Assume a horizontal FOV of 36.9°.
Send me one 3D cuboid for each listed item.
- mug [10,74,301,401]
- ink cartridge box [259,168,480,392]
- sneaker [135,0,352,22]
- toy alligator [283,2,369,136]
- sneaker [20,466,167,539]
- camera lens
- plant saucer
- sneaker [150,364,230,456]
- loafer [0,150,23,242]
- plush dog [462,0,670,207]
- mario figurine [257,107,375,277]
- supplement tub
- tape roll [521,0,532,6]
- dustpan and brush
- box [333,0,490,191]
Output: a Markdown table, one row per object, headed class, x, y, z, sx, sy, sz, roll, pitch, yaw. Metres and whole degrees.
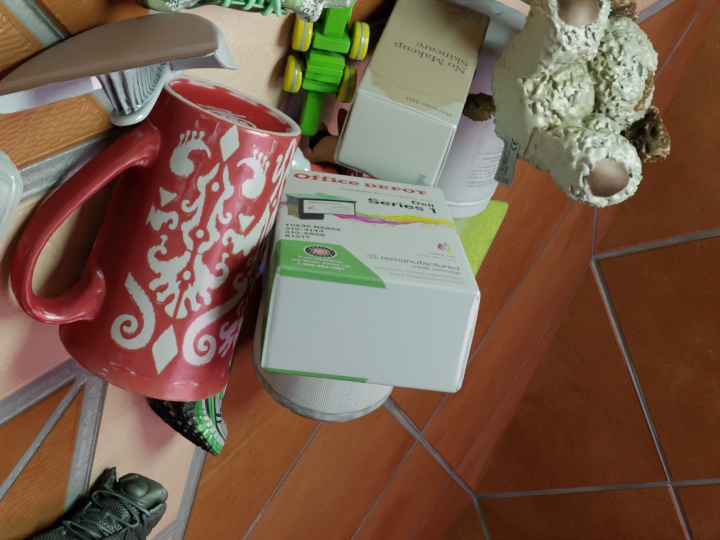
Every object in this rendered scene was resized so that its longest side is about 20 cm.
| class | x | y | z | sx | sy | sz | roll | pitch | yaw |
| --- | --- | --- | --- | --- | --- | --- | --- | --- | --- |
| mug | -0.133 | -0.024 | 0.760 | 0.177 | 0.132 | 0.202 | -19 | 135 | -65 |
| ink cartridge box | 0.000 | 0.000 | 0.820 | 0.201 | 0.142 | 0.085 | -99 | -162 | -65 |
| sneaker | -0.065 | -0.197 | 0.712 | 0.199 | 0.088 | 0.078 | -31 | 148 | -53 |
| toy alligator | -0.024 | -0.203 | 0.877 | 0.055 | 0.058 | 0.202 | -98 | -161 | -48 |
| sneaker | -0.243 | 0.233 | 0.980 | 0.115 | 0.076 | 0.199 | -58 | 165 | -3 |
| camera lens | -0.024 | 0.041 | 1.098 | 0.160 | 0.159 | 0.202 | -40 | 155 | -42 |
| plant saucer | 0.053 | -0.003 | 1.240 | 0.199 | 0.048 | 0.202 | -7 | -132 | 53 |
| sneaker | -0.148 | 0.106 | 1.012 | 0.085 | 0.078 | 0.201 | -49 | 160 | -26 |
| loafer | -0.257 | 0.018 | 0.604 | 0.070 | 0.069 | 0.202 | 9 | 105 | -65 |
| plush dog | 0.201 | -0.167 | 0.975 | 0.170 | 0.160 | 0.203 | -20 | 102 | -32 |
| mario figurine | -0.055 | -0.085 | 0.980 | 0.200 | 0.123 | 0.107 | -41 | 118 | -23 |
| supplement tub | 0.108 | -0.173 | 1.143 | 0.132 | 0.131 | 0.202 | -36 | 153 | -48 |
| tape roll | 0.158 | -0.352 | 0.966 | 0.203 | 0.138 | 0.204 | -48 | 160 | -24 |
| dustpan and brush | -0.131 | -0.126 | 0.665 | 0.201 | 0.137 | 0.058 | -86 | 164 | -61 |
| box | 0.049 | -0.163 | 0.958 | 0.201 | 0.094 | 0.078 | -72 | -179 | -49 |
